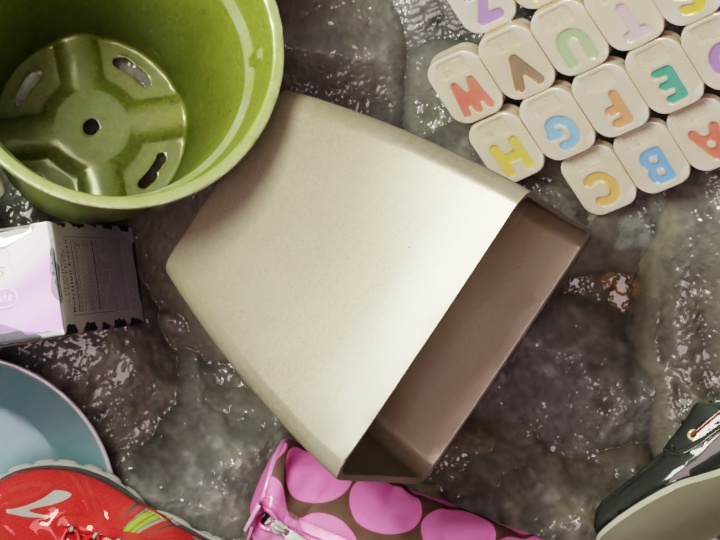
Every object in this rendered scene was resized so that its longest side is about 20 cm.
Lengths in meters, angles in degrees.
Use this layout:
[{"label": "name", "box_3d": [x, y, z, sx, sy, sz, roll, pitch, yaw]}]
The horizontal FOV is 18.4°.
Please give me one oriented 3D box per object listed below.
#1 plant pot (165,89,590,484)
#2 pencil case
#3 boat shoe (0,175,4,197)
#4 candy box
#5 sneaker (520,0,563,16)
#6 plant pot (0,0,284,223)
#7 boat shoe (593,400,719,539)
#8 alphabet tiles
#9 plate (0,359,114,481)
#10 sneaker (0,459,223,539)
[{"label": "plant pot", "box_3d": [0.000, 0.000, 1.383, 0.177, 0.200, 0.200, 35, 95, 17]}, {"label": "pencil case", "box_3d": [0.024, 0.181, 1.422, 0.199, 0.094, 0.091, 19, 93, 6]}, {"label": "boat shoe", "box_3d": [-0.273, -0.050, 1.403, 0.069, 0.200, 0.074, -42, 88, -15]}, {"label": "candy box", "box_3d": [-0.243, 0.015, 1.403, 0.167, 0.200, 0.072, -8, 90, 8]}, {"label": "sneaker", "box_3d": [0.075, -0.233, 1.415, 0.200, 0.088, 0.076, 35, 96, 7]}, {"label": "plant pot", "box_3d": [-0.160, -0.113, 1.383, 0.199, 0.184, 0.201, 2, 77, -11]}, {"label": "boat shoe", "box_3d": [0.232, 0.117, 1.411, 0.201, 0.074, 0.063, -35, 50, 16]}, {"label": "alphabet tiles", "box_3d": [0.144, -0.127, 1.385, 0.199, 0.015, 0.196, -23, 113, 30]}, {"label": "plate", "box_3d": [-0.261, 0.154, 1.483, 0.199, 0.026, 0.201, 0, 96, -2]}, {"label": "sneaker", "box_3d": [-0.152, 0.180, 1.434, 0.199, 0.085, 0.077, 21, 94, -6]}]
